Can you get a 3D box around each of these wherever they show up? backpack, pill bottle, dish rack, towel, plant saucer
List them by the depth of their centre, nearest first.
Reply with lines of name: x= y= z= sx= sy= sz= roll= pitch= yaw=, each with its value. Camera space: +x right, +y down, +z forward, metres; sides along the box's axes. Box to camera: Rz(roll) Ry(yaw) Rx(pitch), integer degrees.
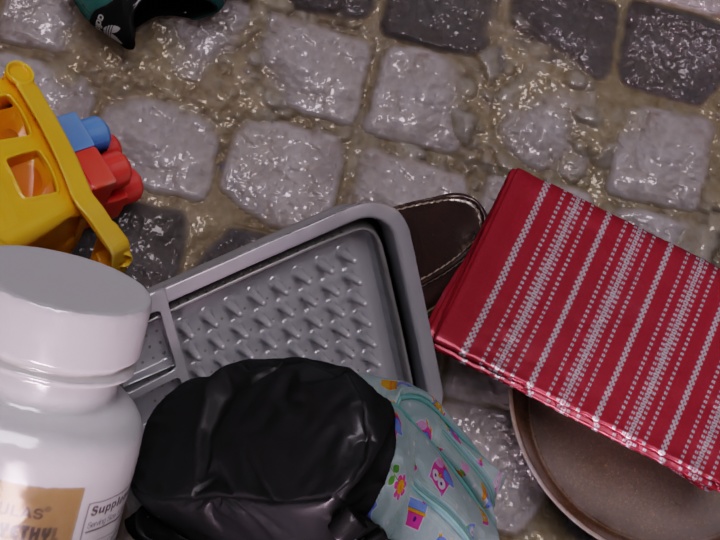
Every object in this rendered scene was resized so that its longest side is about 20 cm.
pill bottle: x=-0.168 y=0.096 z=0.754 sx=0.114 sy=0.114 sz=0.200 roll=16 pitch=105 yaw=-2
backpack: x=-0.004 y=0.128 z=0.819 sx=0.167 sy=0.200 sz=0.127 roll=2 pitch=59 yaw=39
dish rack: x=-0.056 y=0.057 z=0.879 sx=0.200 sy=0.172 sz=0.044 roll=-24 pitch=32 yaw=-18
towel: x=0.152 y=0.033 z=0.948 sx=0.200 sy=0.022 sz=0.145 roll=27 pitch=61 yaw=2
plant saucer: x=0.185 y=0.088 z=0.957 sx=0.200 sy=0.034 sz=0.200 roll=4 pitch=64 yaw=-9

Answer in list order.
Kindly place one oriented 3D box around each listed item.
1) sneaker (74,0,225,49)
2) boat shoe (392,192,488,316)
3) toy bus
sneaker: x=-0.097 y=-0.212 z=1.034 sx=0.200 sy=0.071 sz=0.080 roll=-32 pitch=78 yaw=-16
boat shoe: x=0.000 y=0.000 z=0.945 sx=0.200 sy=0.072 sz=0.072 roll=-23 pitch=71 yaw=-19
toy bus: x=-0.201 y=-0.018 z=0.901 sx=0.192 sy=0.136 sz=0.200 roll=-18 pitch=71 yaw=-34
